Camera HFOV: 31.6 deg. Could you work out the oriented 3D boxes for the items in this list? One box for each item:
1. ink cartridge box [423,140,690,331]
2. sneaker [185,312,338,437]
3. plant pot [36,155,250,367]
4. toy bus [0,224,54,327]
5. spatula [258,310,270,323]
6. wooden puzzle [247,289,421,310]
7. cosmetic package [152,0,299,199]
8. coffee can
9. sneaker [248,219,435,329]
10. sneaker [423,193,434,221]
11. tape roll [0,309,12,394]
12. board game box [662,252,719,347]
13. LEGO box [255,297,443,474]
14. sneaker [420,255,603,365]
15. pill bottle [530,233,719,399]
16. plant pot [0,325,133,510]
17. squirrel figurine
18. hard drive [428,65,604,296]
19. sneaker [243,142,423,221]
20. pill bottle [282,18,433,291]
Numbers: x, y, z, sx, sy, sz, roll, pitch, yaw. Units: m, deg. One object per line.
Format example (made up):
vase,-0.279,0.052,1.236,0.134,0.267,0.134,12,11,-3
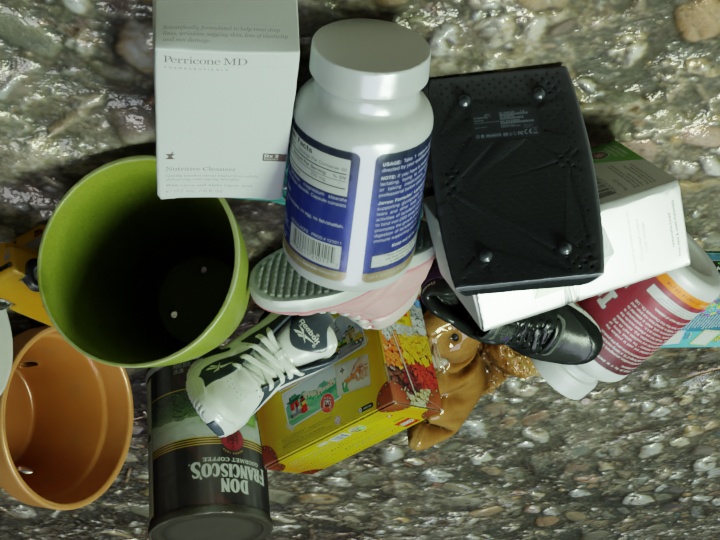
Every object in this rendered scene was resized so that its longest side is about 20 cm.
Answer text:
ink cartridge box,0.172,-0.036,1.144,0.198,0.146,0.085,-17,113,-6
sneaker,-0.086,0.085,1.250,0.129,0.080,0.199,-35,177,18
plant pot,-0.177,0.010,1.200,0.185,0.189,0.200,-11,167,8
toy bus,-0.288,0.016,1.261,0.065,0.079,0.199,-22,148,28
spatula,-0.052,0.010,1.279,0.056,0.021,0.200,-5,156,-37
wooden puzzle,0.000,0.000,1.346,0.198,0.038,0.185,7,148,-32
cosmetic package,-0.109,-0.142,1.010,0.111,0.082,0.201,-1,152,-7
coffee can,-0.184,0.218,1.523,0.145,0.202,0.147,-5,152,-3
sneaker,-0.018,0.022,1.209,0.199,0.075,0.105,-18,142,-29
sneaker,0.150,-0.020,1.280,0.198,0.088,0.074,11,148,-29
tape roll,-0.436,0.074,1.210,0.201,0.204,0.071,15,145,-34
board game box,0.401,0.036,1.477,0.198,0.047,0.151,0,150,-13
LEGO box,-0.023,0.111,1.345,0.199,0.150,0.077,-30,149,35
sneaker,0.149,0.057,1.275,0.198,0.088,0.076,23,115,-2
pill bottle,0.274,0.044,1.347,0.112,0.114,0.200,19,125,-39
plant pot,-0.370,0.161,1.412,0.139,0.202,0.200,-4,157,32
squirrel figurine,0.116,0.082,1.445,0.198,0.142,0.188,-12,144,-26
hard drive,0.126,-0.073,1.058,0.133,0.202,0.042,-6,153,1
sneaker,-0.032,-0.072,1.155,0.198,0.080,0.078,5,150,-19
pill bottle,-0.001,-0.093,1.033,0.114,0.116,0.202,0,127,-11
